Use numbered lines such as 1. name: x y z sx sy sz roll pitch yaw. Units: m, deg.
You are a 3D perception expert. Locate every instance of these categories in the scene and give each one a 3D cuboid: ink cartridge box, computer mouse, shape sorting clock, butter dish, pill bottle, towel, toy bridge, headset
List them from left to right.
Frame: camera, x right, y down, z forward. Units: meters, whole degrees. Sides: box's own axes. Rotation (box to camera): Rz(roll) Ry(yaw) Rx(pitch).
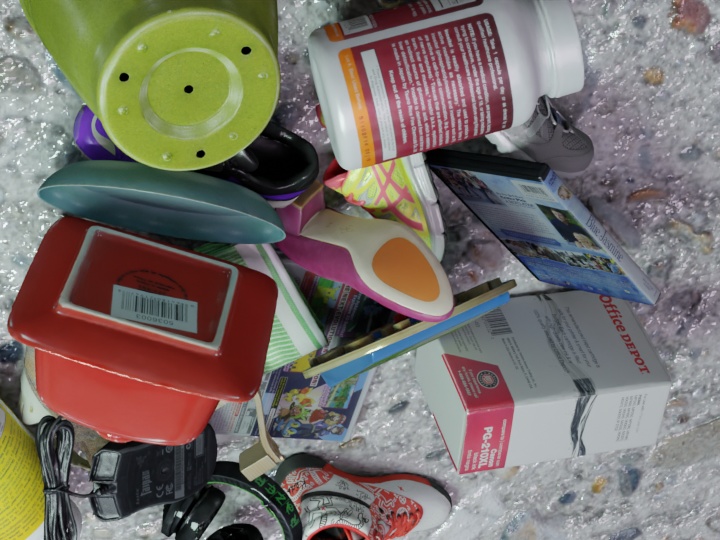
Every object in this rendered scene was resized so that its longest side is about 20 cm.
1. pill bottle: -0.328 0.180 1.536 0.112 0.113 0.201 -29 130 5
2. computer mouse: -0.209 0.150 1.533 0.199 0.046 0.142 -23 118 -43
3. butter dish: -0.181 0.072 1.415 0.198 0.200 0.149 16 119 -5
4. towel: -0.144 0.053 1.536 0.199 0.023 0.153 -26 125 9
5. headset: -0.144 0.258 1.655 0.199 0.094 0.124 -33 102 39
6. toy bridge: -0.125 0.107 1.548 0.067 0.027 0.200 -32 123 14
7. shape sorting clock: 0.041 0.047 1.511 0.199 0.040 0.200 -25 175 -2
8. pill bottle: 0.067 -0.155 1.362 0.198 0.113 0.114 -15 130 -3
9. ink cartridge box: 0.165 0.098 1.624 0.198 0.145 0.085 -6 130 -14

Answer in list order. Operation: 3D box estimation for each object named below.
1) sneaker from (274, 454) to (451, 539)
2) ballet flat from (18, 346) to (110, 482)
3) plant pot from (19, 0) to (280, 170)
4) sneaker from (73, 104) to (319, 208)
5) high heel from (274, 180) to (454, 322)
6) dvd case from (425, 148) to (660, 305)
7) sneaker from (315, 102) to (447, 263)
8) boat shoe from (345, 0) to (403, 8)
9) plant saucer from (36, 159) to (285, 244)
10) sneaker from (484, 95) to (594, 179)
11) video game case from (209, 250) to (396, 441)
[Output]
1. sneaker: 0.014 0.248 1.712 0.200 0.108 0.067 18 119 -30
2. ballet flat: -0.259 0.124 1.549 0.067 0.068 0.201 -25 129 5
3. plant pot: -0.139 -0.176 1.273 0.198 0.194 0.202 -10 130 -12
4. sneaker: -0.121 -0.103 1.380 0.198 0.099 0.070 11 81 -20
5. high heel: 0.000 0.000 1.466 0.067 0.199 0.096 -46 153 -27
6. dvd case: 0.158 -0.038 1.530 0.200 0.142 0.018 43 71 -38
7. sneaker: 0.014 -0.077 1.487 0.090 0.078 0.201 -20 119 -3
8. boat shoe: 0.047 -0.248 1.368 0.198 0.063 0.074 -14 131 -8
9. plant saucer: -0.155 -0.055 1.394 0.199 0.200 0.028 14 80 -28
10. sneaker: 0.133 -0.143 1.471 0.199 0.075 0.082 28 115 -34
11. video game case: -0.066 0.070 1.603 0.181 0.023 0.201 6 123 -23
